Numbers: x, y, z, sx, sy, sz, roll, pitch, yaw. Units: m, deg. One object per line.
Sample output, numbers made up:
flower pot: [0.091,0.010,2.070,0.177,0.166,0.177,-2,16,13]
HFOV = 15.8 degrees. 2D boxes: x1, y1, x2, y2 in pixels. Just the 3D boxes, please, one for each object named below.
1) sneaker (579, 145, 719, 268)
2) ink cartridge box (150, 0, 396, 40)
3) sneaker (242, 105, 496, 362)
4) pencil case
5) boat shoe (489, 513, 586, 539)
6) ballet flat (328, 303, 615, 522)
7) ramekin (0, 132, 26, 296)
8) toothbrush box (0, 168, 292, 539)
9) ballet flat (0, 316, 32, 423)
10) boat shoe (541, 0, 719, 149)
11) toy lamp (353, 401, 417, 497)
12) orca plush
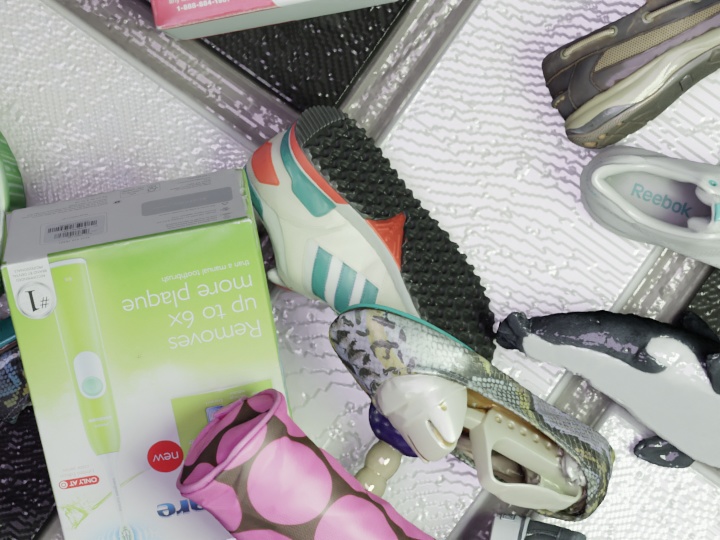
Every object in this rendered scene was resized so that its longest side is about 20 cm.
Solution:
sneaker: [0.224,-0.028,1.513,0.200,0.088,0.075,11,90,7]
ink cartridge box: [-0.065,-0.250,1.554,0.145,0.083,0.200,-10,88,7]
sneaker: [0.000,0.000,1.562,0.093,0.070,0.200,-28,102,39]
pencil case: [-0.010,0.147,1.472,0.091,0.094,0.200,-35,114,31]
boat shoe: [0.094,0.248,1.542,0.068,0.072,0.200,11,84,9]
ballet flat: [0.066,0.089,1.504,0.200,0.072,0.072,31,94,-21]
ramekin: [-0.299,-0.035,1.576,0.200,0.098,0.200,0,90,7]
toothbrush box: [-0.118,0.057,1.514,0.145,0.086,0.200,-10,115,-2]
ballet flat: [-0.152,0.028,1.581,0.200,0.074,0.074,-30,86,8]
boat shoe: [0.194,-0.152,1.525,0.200,0.074,0.073,-33,80,0]
toy lamp: [-0.020,0.173,1.544,0.058,0.058,0.200,32,82,6]
orca plush: [0.180,0.057,1.545,0.200,0.071,0.105,15,136,11]
